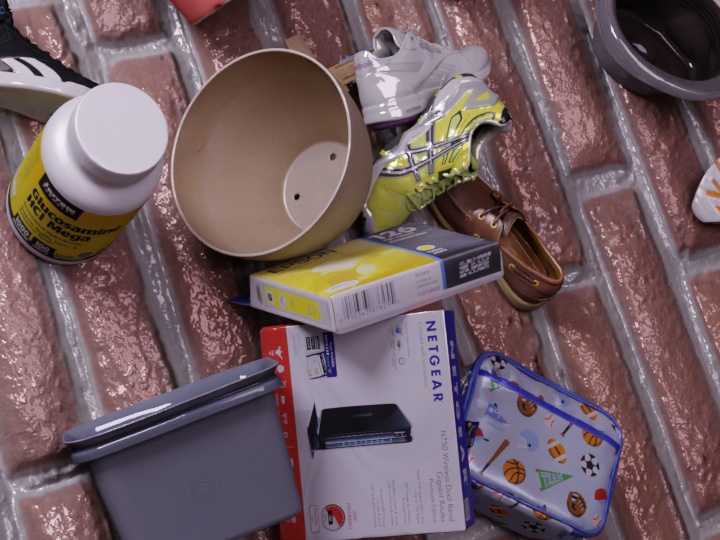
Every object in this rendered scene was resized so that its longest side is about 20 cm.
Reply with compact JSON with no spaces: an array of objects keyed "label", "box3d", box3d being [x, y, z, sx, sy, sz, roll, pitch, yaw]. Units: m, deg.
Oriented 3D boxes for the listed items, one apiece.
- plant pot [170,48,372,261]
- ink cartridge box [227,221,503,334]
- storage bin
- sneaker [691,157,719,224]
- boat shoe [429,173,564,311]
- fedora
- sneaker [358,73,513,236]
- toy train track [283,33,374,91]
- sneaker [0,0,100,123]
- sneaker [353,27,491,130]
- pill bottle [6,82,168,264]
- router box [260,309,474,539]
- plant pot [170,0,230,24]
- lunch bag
[{"label":"plant pot","box3d":[-0.066,-0.096,1.602,0.134,0.198,0.203,26,54,-59]},{"label":"ink cartridge box","box3d":[0.000,0.000,1.575,0.196,0.199,0.048,-19,111,-31]},{"label":"storage bin","box3d":[-0.150,0.176,1.470,0.198,0.145,0.136,-19,94,-10]},{"label":"sneaker","box3d":[0.465,-0.115,1.929,0.199,0.077,0.079,-34,83,-14]},{"label":"boat shoe","box3d":[0.143,-0.051,1.742,0.072,0.067,0.201,-41,92,-32]},{"label":"fedora","box3d":[0.348,-0.262,1.911,0.198,0.090,0.179,16,63,-14]},{"label":"sneaker","box3d":[0.074,-0.109,1.684,0.076,0.075,0.201,37,88,29]},{"label":"toy train track","box3d":[-0.020,-0.203,1.740,0.199,0.032,0.115,-30,87,-39]},{"label":"sneaker","box3d":[-0.320,-0.210,1.564,0.198,0.073,0.113,11,68,-22]},{"label":"sneaker","box3d":[0.068,-0.218,1.739,0.199,0.074,0.101,-29,102,-45]},{"label":"pill bottle","box3d":[-0.243,-0.088,1.483,0.111,0.200,0.114,9,67,-23]},{"label":"router box","box3d":[0.006,0.143,1.525,0.177,0.049,0.203,-7,87,15]},{"label":"plant pot","box3d":[-0.157,-0.357,1.643,0.200,0.200,0.178,-39,101,-32]},{"label":"lunch bag","box3d":[0.166,0.176,1.666,0.199,0.075,0.162,30,59,-15]}]
